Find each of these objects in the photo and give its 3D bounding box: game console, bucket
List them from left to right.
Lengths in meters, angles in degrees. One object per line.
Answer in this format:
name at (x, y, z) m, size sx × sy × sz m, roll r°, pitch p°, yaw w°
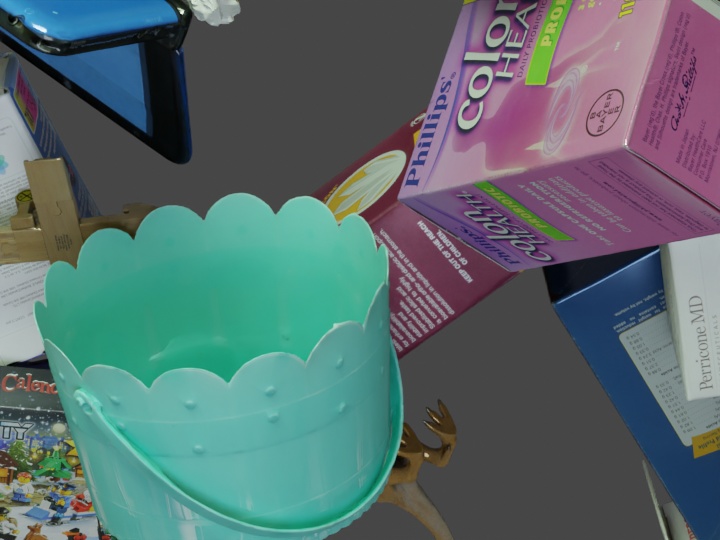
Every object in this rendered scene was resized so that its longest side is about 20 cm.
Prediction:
game console at (-0.199, -0.139, 1.565) m, size 0.200 × 0.171 × 0.118 m, roll 34°, pitch 119°, yaw 25°
bucket at (-0.074, 0.061, 1.582) m, size 0.207 × 0.207 × 0.135 m, roll -7°, pitch 119°, yaw 1°

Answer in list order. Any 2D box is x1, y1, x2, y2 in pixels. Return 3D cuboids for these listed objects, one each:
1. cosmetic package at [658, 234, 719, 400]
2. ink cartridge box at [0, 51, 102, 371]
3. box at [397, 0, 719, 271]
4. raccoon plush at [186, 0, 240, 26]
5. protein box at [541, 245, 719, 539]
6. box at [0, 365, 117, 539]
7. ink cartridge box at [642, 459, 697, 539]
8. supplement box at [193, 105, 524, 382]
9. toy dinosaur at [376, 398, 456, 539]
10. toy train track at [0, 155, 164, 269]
cosmetic package at (0.271, -0.003, 1.595) m, size 0.200 × 0.081 × 0.113 m, roll -11°, pitch 116°, yaw 3°
ink cartridge box at (-0.229, -0.014, 1.722) m, size 0.136 × 0.076 × 0.200 m, roll -22°, pitch 113°, yaw 9°
box at (0.139, -0.108, 1.575) m, size 0.097 × 0.200 × 0.176 m, roll 31°, pitch 66°, yaw -28°
raccoon plush at (-0.154, -0.214, 1.574) m, size 0.134 × 0.200 × 0.097 m, roll -13°, pitch 135°, yaw -5°
protein box at (0.242, 0.024, 1.726) m, size 0.198 × 0.135 × 0.200 m, roll -29°, pitch 114°, yaw 11°
box at (-0.181, 0.124, 1.747) m, size 0.200 × 0.038 × 0.137 m, roll 5°, pitch 132°, yaw -7°
ink cartridge box at (0.249, 0.218, 1.830) m, size 0.067 × 0.117 × 0.200 m, roll -20°, pitch 116°, yaw 6°
supplement box at (0.000, 0.000, 1.719) m, size 0.200 × 0.110 × 0.086 m, roll -36°, pitch 111°, yaw 14°
toy dinosaur at (0.022, 0.135, 1.826) m, size 0.200 × 0.060 × 0.106 m, roll 38°, pitch 133°, yaw -13°
toy train track at (-0.215, -0.021, 1.664) m, size 0.200 × 0.033 × 0.115 m, roll -6°, pitch 123°, yaw 7°
